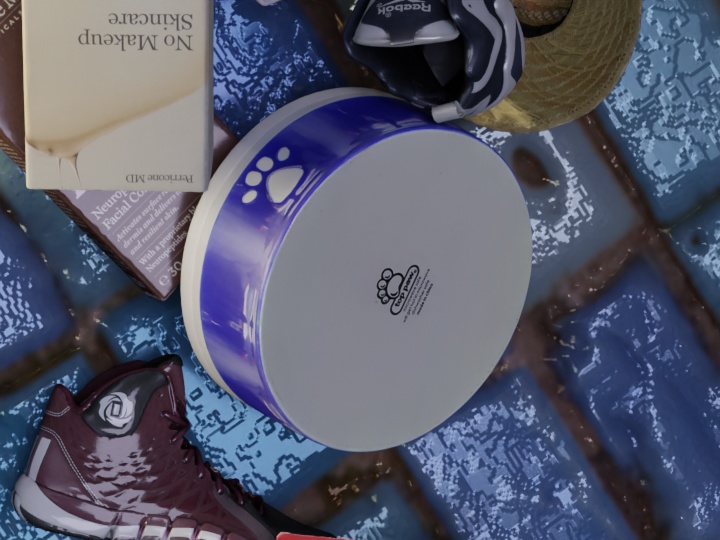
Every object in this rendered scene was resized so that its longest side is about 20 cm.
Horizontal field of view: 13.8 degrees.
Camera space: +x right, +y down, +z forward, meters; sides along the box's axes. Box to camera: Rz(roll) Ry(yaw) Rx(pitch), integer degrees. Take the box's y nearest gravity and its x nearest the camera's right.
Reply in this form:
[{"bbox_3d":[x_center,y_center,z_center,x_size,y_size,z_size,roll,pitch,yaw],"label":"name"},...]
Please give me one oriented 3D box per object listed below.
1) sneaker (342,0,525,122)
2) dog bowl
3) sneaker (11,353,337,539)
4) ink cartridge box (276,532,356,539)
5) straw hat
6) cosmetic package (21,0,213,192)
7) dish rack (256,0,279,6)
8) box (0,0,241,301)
[{"bbox_3d":[0.030,-0.172,1.658,0.079,0.130,0.199,-8,107,17],"label":"sneaker"},{"bbox_3d":[0.000,0.000,1.707,0.200,0.079,0.200,-16,118,-33],"label":"dog bowl"},{"bbox_3d":[-0.095,0.111,1.736,0.200,0.076,0.116,14,88,-15],"label":"sneaker"},{"bbox_3d":[0.009,0.252,1.745,0.161,0.050,0.200,6,122,-15],"label":"ink cartridge box"},{"bbox_3d":[0.098,-0.189,1.753,0.085,0.201,0.201,-34,105,-52],"label":"straw hat"},{"bbox_3d":[-0.129,-0.147,1.593,0.103,0.073,0.200,0,113,-1],"label":"cosmetic package"},{"bbox_3d":[-0.045,-0.256,1.672,0.044,0.172,0.200,-10,99,15],"label":"dish rack"},{"bbox_3d":[-0.152,-0.088,1.706,0.200,0.075,0.100,45,83,-12],"label":"box"}]
